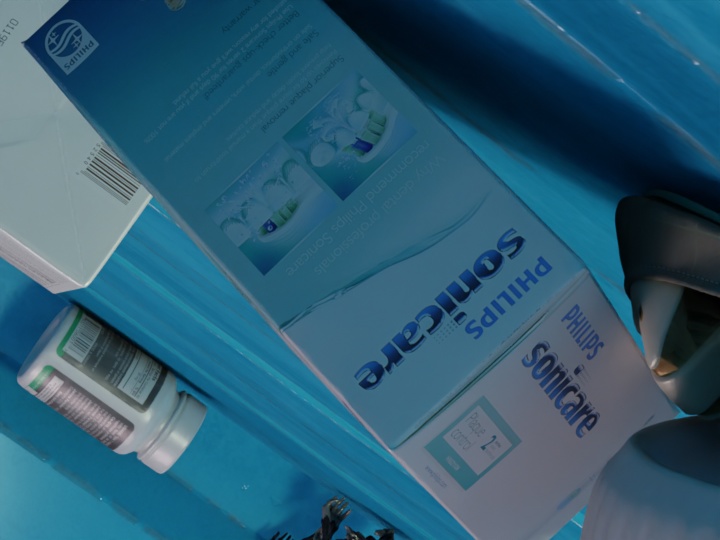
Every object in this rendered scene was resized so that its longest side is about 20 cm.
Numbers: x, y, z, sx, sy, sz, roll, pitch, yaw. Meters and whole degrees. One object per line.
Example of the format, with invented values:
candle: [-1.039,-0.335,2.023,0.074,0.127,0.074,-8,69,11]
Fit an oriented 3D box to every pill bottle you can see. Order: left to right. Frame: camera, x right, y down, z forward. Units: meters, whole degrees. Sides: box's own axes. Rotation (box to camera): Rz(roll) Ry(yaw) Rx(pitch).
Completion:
pill bottle: [-0.281,0.138,3.079,0.200,0.113,0.113,37,172,-10]

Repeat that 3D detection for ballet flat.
ballet flat: [0.119,0.019,0.816,0.067,0.064,0.200,42,170,-24]

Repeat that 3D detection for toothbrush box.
toothbrush box: [0.000,-0.012,0.892,0.200,0.085,0.146,46,178,26]

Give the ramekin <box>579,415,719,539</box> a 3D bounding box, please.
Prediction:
ramekin: [0.154,0.107,0.800,0.199,0.106,0.200,4,-173,0]

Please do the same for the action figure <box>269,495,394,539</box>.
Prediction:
action figure: [-0.015,0.326,3.189,0.199,0.102,0.119,-11,132,41]

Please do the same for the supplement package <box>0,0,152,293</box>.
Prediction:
supplement package: [-0.145,-0.065,1.236,0.109,0.114,0.200,36,174,-8]
